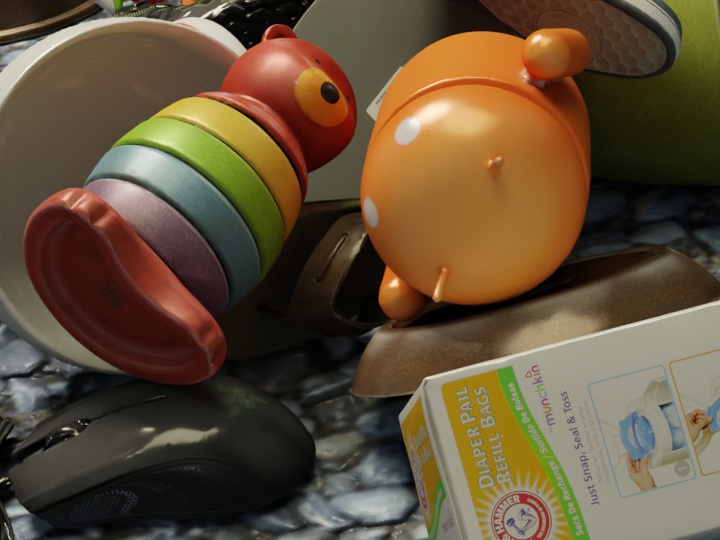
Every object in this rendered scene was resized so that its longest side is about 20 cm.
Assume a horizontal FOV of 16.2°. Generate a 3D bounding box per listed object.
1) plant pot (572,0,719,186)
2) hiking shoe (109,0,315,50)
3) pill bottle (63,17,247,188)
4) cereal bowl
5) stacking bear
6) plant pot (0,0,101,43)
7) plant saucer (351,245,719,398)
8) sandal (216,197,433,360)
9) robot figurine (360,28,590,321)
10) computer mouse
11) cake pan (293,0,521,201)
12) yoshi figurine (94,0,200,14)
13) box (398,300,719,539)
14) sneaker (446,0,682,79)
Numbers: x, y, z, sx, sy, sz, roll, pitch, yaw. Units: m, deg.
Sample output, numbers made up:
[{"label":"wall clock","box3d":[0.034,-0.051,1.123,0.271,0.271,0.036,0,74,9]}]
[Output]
[{"label":"plant pot","box3d":[0.146,-0.129,1.505,0.200,0.187,0.187,-8,29,25]},{"label":"hiking shoe","box3d":[-0.120,-0.157,1.689,0.200,0.076,0.101,-22,37,-18]},{"label":"pill bottle","box3d":[-0.154,-0.068,1.519,0.200,0.113,0.112,-29,37,-30]},{"label":"cereal bowl","box3d":[-0.139,-0.043,1.413,0.200,0.200,0.083,-27,18,-26]},{"label":"stacking bear","box3d":[-0.075,-0.047,1.342,0.200,0.121,0.114,-49,13,-30]},{"label":"plant pot","box3d":[-0.280,-0.294,1.831,0.200,0.199,0.200,-7,32,4]},{"label":"plant saucer","box3d":[0.088,0.023,1.310,0.200,0.032,0.200,-17,4,1]},{"label":"sandal","box3d":[0.001,-0.001,1.386,0.201,0.080,0.057,-16,21,4]},{"label":"robot figurine","box3d":[0.060,-0.055,1.287,0.144,0.117,0.200,-20,17,13]},{"label":"computer mouse","box3d":[-0.124,0.093,1.313,0.200,0.053,0.139,-9,31,0]},{"label":"cake pan","box3d":[0.027,-0.095,1.462,0.200,0.201,0.037,16,-2,34]},{"label":"yoshi figurine","box3d":[-0.135,-0.238,1.761,0.200,0.112,0.112,11,18,-18]},{"label":"box","box3d":[0.128,0.083,1.180,0.200,0.102,0.113,-14,-11,-9]},{"label":"sneaker","box3d":[0.112,-0.198,1.408,0.202,0.077,0.146,28,59,17]}]
